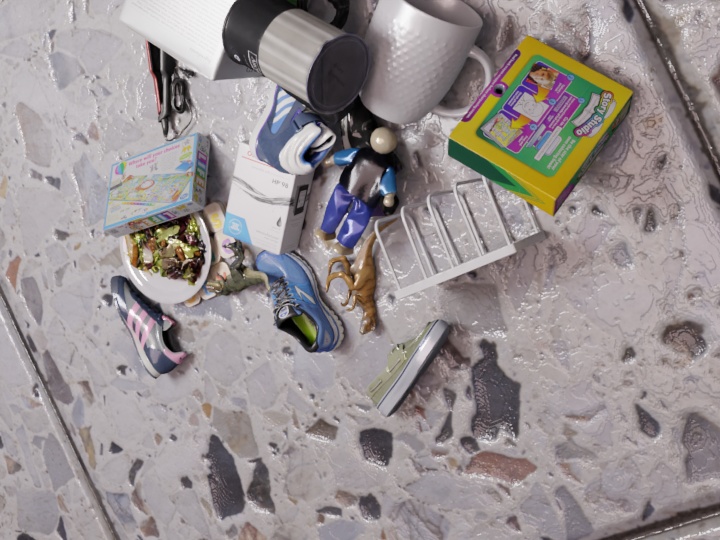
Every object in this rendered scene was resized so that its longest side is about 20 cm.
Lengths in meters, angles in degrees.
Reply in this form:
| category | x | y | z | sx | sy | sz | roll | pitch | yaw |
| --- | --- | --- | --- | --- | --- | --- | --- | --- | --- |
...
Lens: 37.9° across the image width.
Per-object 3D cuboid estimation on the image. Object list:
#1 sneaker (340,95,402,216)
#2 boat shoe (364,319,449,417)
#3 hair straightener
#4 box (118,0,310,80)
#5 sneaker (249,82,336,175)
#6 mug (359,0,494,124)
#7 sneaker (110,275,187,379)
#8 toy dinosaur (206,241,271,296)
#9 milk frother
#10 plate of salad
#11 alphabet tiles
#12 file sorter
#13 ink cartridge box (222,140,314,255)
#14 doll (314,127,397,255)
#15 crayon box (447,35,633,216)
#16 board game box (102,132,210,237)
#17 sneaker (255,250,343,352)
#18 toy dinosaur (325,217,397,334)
| category | x | y | z | sx | sy | sz | roll | pitch | yaw |
| --- | --- | --- | --- | --- | --- | --- | --- | --- | --- |
| sneaker | 0.024 | -0.182 | 1.614 | 0.087 | 0.076 | 0.201 | 3 | 111 | 20 |
| boat shoe | 0.069 | 0.147 | 1.655 | 0.062 | 0.072 | 0.200 | 39 | 118 | 12 |
| hair straightener | -0.320 | -0.319 | 1.768 | 0.077 | 0.041 | 0.201 | 0 | 96 | 27 |
| box | -0.217 | -0.412 | 1.607 | 0.200 | 0.199 | 0.172 | 35 | 115 | 17 |
| sneaker | -0.075 | -0.238 | 1.600 | 0.146 | 0.081 | 0.200 | 22 | 84 | 38 |
| mug | 0.096 | -0.296 | 1.512 | 0.200 | 0.148 | 0.176 | 25 | 120 | -1 |
| sneaker | -0.378 | 0.088 | 1.885 | 0.082 | 0.070 | 0.200 | -27 | 87 | 8 |
| toy dinosaur | -0.201 | -0.003 | 1.742 | 0.200 | 0.047 | 0.088 | -7 | 100 | 57 |
| milk frother | -0.055 | -0.334 | 1.487 | 0.188 | 0.180 | 0.200 | 35 | 91 | 32 |
| plate of salad | -0.347 | -0.039 | 1.825 | 0.200 | 0.048 | 0.201 | 5 | 100 | 27 |
| alphabet tiles | -0.302 | -0.042 | 1.837 | 0.200 | 0.015 | 0.196 | -24 | 90 | 29 |
| file sorter | 0.141 | -0.058 | 1.536 | 0.200 | 0.139 | 0.125 | -24 | 88 | 29 |
| ink cartridge box | -0.145 | -0.140 | 1.704 | 0.116 | 0.067 | 0.201 | 20 | 109 | 22 |
| doll | -0.004 | -0.127 | 1.576 | 0.136 | 0.048 | 0.200 | 39 | 116 | 22 |
| crayon box | 0.245 | -0.200 | 1.434 | 0.172 | 0.058 | 0.200 | 33 | 74 | 16 |
| board game box | -0.348 | -0.144 | 1.788 | 0.200 | 0.034 | 0.135 | -15 | 60 | 29 |
| sneaker | -0.108 | 0.049 | 1.714 | 0.079 | 0.089 | 0.200 | -42 | 79 | 28 |
| toy dinosaur | 0.000 | 0.000 | 1.677 | 0.106 | 0.060 | 0.201 | 4 | 110 | 2 |
